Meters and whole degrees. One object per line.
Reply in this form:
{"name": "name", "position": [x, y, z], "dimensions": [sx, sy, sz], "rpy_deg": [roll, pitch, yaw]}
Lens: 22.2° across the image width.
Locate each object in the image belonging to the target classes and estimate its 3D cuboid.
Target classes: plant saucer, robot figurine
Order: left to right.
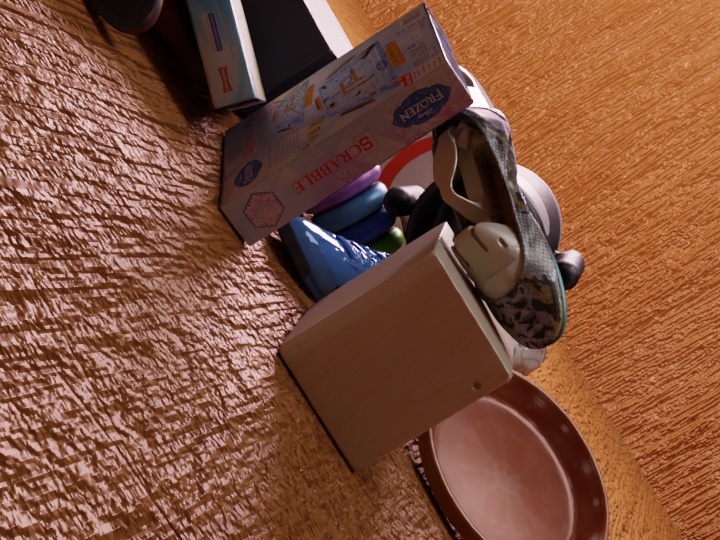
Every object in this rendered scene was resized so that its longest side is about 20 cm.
{"name": "robot figurine", "position": [0.109, -0.031, 1.604], "dimensions": [0.150, 0.125, 0.200], "rpy_deg": [61, 16, 0]}
{"name": "plant saucer", "position": [0.125, 0.170, 1.528], "dimensions": [0.200, 0.032, 0.201], "rpy_deg": [26, 43, -27]}

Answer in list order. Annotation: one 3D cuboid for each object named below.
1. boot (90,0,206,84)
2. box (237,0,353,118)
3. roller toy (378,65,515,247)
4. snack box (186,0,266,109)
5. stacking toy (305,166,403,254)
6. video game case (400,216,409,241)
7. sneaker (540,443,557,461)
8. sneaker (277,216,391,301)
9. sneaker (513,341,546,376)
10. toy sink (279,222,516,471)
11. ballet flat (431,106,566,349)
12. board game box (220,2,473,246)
{"name": "boot", "position": [-0.166, -0.205, 1.421], "dimensions": [0.188, 0.068, 0.200], "rpy_deg": [61, -2, 35]}
{"name": "box", "position": [-0.083, -0.225, 1.725], "dimensions": [0.200, 0.104, 0.182], "rpy_deg": [62, 8, 22]}
{"name": "roller toy", "position": [0.063, -0.125, 1.942], "dimensions": [0.200, 0.182, 0.140], "rpy_deg": [50, 11, -41]}
{"name": "snack box", "position": [-0.111, -0.191, 1.499], "dimensions": [0.200, 0.037, 0.116], "rpy_deg": [-97, 173, -86]}
{"name": "stacking toy", "position": [0.014, -0.016, 1.650], "dimensions": [0.200, 0.085, 0.085], "rpy_deg": [61, 8, -9]}
{"name": "video game case", "position": [0.080, 0.050, 1.771], "dimensions": [0.182, 0.023, 0.200], "rpy_deg": [-111, -174, -53]}
{"name": "sneaker", "position": [0.136, 0.166, 1.641], "dimensions": [0.200, 0.082, 0.078], "rpy_deg": [67, 11, 23]}
{"name": "sneaker", "position": [0.000, 0.000, 1.510], "dimensions": [0.200, 0.078, 0.066], "rpy_deg": [46, 17, -50]}
{"name": "sneaker", "position": [0.139, 0.070, 1.772], "dimensions": [0.200, 0.081, 0.075], "rpy_deg": [80, -5, -76]}
{"name": "toy sink", "position": [0.034, 0.054, 1.339], "dimensions": [0.112, 0.130, 0.200], "rpy_deg": [58, 7, -4]}
{"name": "ballet flat", "position": [0.090, -0.034, 1.324], "dimensions": [0.072, 0.072, 0.201], "rpy_deg": [44, 27, -59]}
{"name": "board game box", "position": [-0.015, -0.118, 1.419], "dimensions": [0.041, 0.199, 0.200], "rpy_deg": [55, 10, -19]}
